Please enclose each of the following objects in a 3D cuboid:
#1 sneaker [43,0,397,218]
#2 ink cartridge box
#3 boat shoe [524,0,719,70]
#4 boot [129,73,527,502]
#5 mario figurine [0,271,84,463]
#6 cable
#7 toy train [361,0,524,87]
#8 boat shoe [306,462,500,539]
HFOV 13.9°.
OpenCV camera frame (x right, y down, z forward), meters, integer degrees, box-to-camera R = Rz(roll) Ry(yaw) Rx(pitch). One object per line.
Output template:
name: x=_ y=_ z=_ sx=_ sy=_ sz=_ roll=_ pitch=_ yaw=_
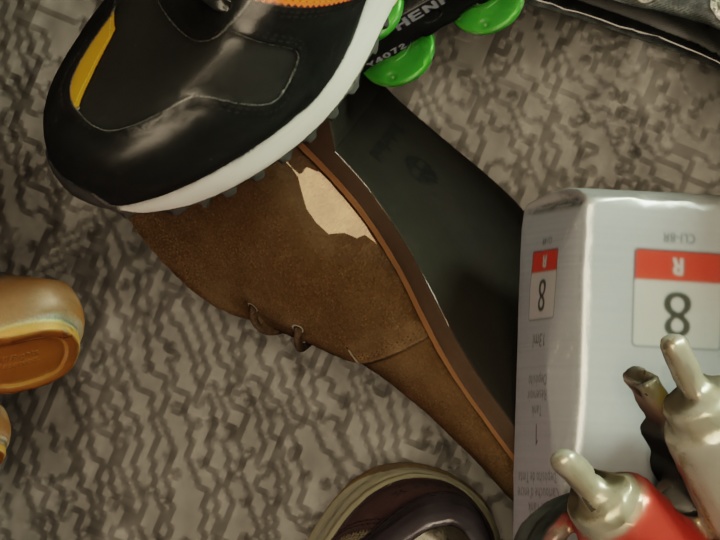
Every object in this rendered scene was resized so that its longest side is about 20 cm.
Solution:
sneaker: x=-0.014 y=-0.104 z=0.737 sx=0.200 sy=0.090 sz=0.070 roll=-42 pitch=53 yaw=-6
ink cartridge box: x=0.120 y=0.082 z=0.796 sx=0.162 sy=0.050 sz=0.200 roll=3 pitch=82 yaw=-21
boat shoe: x=0.123 y=-0.066 z=0.820 sx=0.199 sy=0.074 sz=0.068 roll=25 pitch=82 yaw=3
boot: x=0.000 y=0.000 z=0.833 sx=0.075 sy=0.074 sz=0.200 roll=-38 pitch=91 yaw=28
mario figurine: x=-0.123 y=-0.045 z=0.808 sx=0.123 sy=0.106 sz=0.200 roll=-29 pitch=65 yaw=12
cable: x=0.114 y=0.096 z=0.756 sx=0.097 sy=0.050 sz=0.200 roll=-43 pitch=112 yaw=-10
toy train: x=0.067 y=-0.117 z=0.789 sx=0.200 sy=0.042 sz=0.056 roll=-29 pitch=64 yaw=8
boat shoe: x=-0.016 y=0.147 z=0.810 sx=0.072 sy=0.065 sz=0.200 roll=26 pitch=88 yaw=-1
